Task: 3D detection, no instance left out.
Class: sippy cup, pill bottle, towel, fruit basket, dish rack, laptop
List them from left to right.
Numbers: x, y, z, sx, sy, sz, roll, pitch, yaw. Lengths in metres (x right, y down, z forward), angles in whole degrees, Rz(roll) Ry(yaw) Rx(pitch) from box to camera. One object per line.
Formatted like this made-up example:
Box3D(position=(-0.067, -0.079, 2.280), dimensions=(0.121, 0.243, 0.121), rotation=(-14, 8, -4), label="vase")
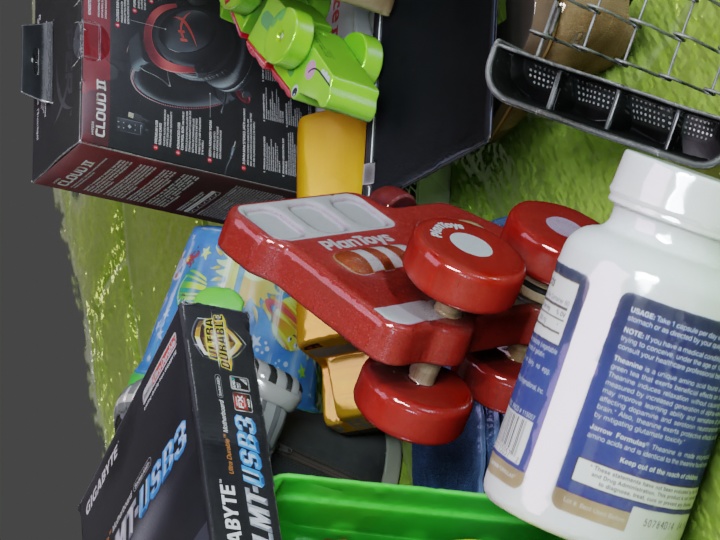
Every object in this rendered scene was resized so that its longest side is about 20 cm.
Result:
Box3D(position=(-0.083, 0.040, 1.678), dimensions=(0.178, 0.139, 0.131), rotation=(7, 84, 63), label="sippy cup")
Box3D(position=(0.046, 0.182, 1.307), dimensions=(0.216, 0.215, 0.156), rotation=(-40, 43, 46), label="fruit basket")
Box3D(position=(0.068, -0.122, 1.524), dimensions=(0.115, 0.200, 0.188), rotation=(-5, 68, 23), label="laptop")
Box3D(position=(0.068, 0.075, 1.487), dimensions=(0.112, 0.048, 0.201), rotation=(-33, 49, 52), label="towel")
Box3D(position=(0.147, 0.043, 1.292), dimensions=(0.111, 0.111, 0.201), rotation=(30, 102, 61), label="pill bottle")
Box3D(position=(0.171, -0.167, 1.344), dimensions=(0.153, 0.055, 0.201), rotation=(21, 95, 24), label="dish rack")

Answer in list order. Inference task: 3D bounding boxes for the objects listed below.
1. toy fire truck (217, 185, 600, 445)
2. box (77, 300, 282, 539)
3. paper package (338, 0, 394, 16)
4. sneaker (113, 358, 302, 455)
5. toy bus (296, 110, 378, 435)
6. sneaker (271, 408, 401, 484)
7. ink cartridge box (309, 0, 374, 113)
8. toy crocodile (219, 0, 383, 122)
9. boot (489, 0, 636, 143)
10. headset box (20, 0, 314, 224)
Box3D(position=(0.038, 0.001, 1.385), dimensions=(0.168, 0.200, 0.112), rotation=(38, 121, 32), label="toy fire truck")
Box3D(position=(-0.105, 0.155, 1.367), dimensions=(0.200, 0.050, 0.199), rotation=(121, 149, -41), label="box")
Box3D(position=(-0.079, -0.252, 1.486), dimensions=(0.191, 0.200, 0.104), rotation=(38, 108, 39), label="paper package")
Box3D(position=(-0.115, 0.127, 1.531), dimensions=(0.200, 0.075, 0.116), rotation=(-28, 41, 57), label="sneaker")
Box3D(position=(0.000, 0.000, 1.566), dimensions=(0.065, 0.078, 0.201), rotation=(-11, 65, 23), label="toy bus")
Box3D(position=(-0.042, 0.186, 1.568), dimensions=(0.075, 0.106, 0.201), rotation=(-21, 58, 56), label="sneaker")
Box3D(position=(-0.022, -0.137, 1.719), dimensions=(0.200, 0.083, 0.147), rotation=(-26, 54, 54), label="ink cartridge box")
Box3D(position=(-0.043, -0.146, 1.537), dimensions=(0.062, 0.067, 0.200), rotation=(-61, 38, 20), label="toy crocodile")
Box3D(position=(0.113, -0.123, 1.497), dimensions=(0.200, 0.075, 0.074), rotation=(128, 143, -68), label="boot")
Box3D(position=(-0.132, -0.121, 1.612), dimensions=(0.075, 0.199, 0.149), rotation=(-32, 54, 50), label="headset box")
